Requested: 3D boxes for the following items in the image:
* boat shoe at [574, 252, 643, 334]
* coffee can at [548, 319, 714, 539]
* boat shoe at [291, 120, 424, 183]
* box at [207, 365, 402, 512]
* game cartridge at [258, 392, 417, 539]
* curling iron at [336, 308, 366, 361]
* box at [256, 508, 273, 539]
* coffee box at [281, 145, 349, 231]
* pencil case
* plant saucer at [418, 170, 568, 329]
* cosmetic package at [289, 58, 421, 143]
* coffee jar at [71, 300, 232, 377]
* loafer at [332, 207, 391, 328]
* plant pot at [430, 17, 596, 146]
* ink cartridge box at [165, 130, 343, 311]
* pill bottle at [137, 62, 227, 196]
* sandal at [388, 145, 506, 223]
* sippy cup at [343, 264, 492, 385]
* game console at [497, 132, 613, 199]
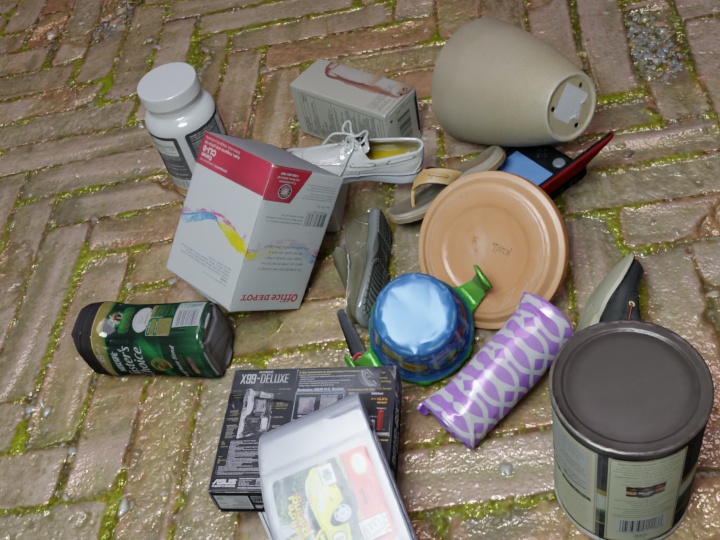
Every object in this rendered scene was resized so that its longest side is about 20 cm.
[{"bbox_3d":[0.307,0.059,1.008,0.063,0.074,0.202,35,53,2],"label":"boat shoe"},{"bbox_3d":[0.265,0.167,0.828,0.145,0.201,0.147,-7,48,8],"label":"coffee can"},{"bbox_3d":[-0.003,-0.171,1.183,0.200,0.086,0.075,1,51,-8],"label":"boat shoe"},{"bbox_3d":[-0.057,0.186,0.921,0.198,0.050,0.159,-3,48,11],"label":"box"},{"bbox_3d":[-0.025,0.239,0.822,0.132,0.041,0.201,-26,69,7],"label":"game cartridge"},{"bbox_3d":[-0.006,0.122,1.059,0.049,0.026,0.201,-14,47,-1],"label":"curling iron"},{"bbox_3d":[-0.039,0.290,0.899,0.116,0.060,0.200,-26,48,-8],"label":"box"},{"bbox_3d":[-0.125,-0.122,1.267,0.198,0.080,0.114,-1,50,13],"label":"coffee box"},{"bbox_3d":[0.161,0.112,0.962,0.200,0.084,0.085,-45,51,-9],"label":"pencil case"},{"bbox_3d":[0.163,-0.025,1.047,0.199,0.202,0.032,16,13,27],"label":"plant saucer"},{"bbox_3d":[-0.007,-0.260,1.342,0.199,0.104,0.087,25,58,30],"label":"cosmetic package"},{"bbox_3d":[-0.279,0.092,1.107,0.198,0.105,0.086,-1,53,15],"label":"coffee jar"},{"bbox_3d":[0.000,0.000,1.143,0.069,0.075,0.201,-12,42,20],"label":"loafer"},{"bbox_3d":[0.232,-0.254,1.181,0.187,0.188,0.200,-34,35,-15],"label":"plant pot"},{"bbox_3d":[-0.145,-0.063,1.117,0.144,0.145,0.201,28,105,34],"label":"ink cartridge box"},{"bbox_3d":[-0.273,-0.220,1.311,0.115,0.201,0.117,-7,48,8],"label":"pill bottle"},{"bbox_3d":[0.119,-0.134,1.196,0.199,0.054,0.080,-33,19,-6],"label":"sandal"},{"bbox_3d":[0.069,0.063,0.990,0.139,0.130,0.179,19,81,12],"label":"sippy cup"},{"bbox_3d":[0.226,-0.139,1.161,0.199,0.119,0.172,-35,50,-16],"label":"game console"}]
